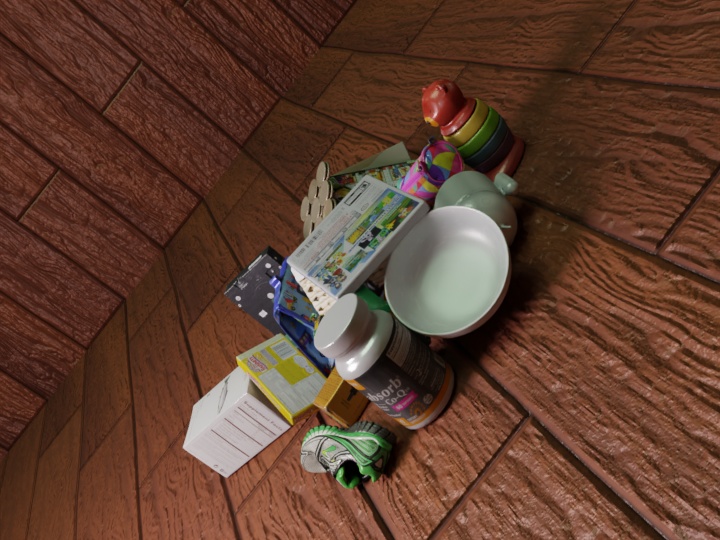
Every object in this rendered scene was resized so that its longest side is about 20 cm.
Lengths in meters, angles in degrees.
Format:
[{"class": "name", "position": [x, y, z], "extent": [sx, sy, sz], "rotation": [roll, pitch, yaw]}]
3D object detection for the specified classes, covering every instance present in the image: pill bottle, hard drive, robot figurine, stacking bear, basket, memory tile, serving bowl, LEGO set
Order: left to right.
[{"class": "hard drive", "position": [-0.155, 0.059, 1.741], "extent": [0.139, 0.199, 0.038], "rotation": [-40, 22, 26]}, {"class": "memory tile", "position": [-0.078, -0.097, 1.684], "extent": [0.154, 0.016, 0.203], "rotation": [120, 150, -45]}, {"class": "basket", "position": [0.000, 0.000, 1.524], "extent": [0.135, 0.125, 0.198], "rotation": [-32, -6, 38]}, {"class": "LEGO set", "position": [0.023, 0.083, 1.379], "extent": [0.155, 0.197, 0.116], "rotation": [-57, 11, 20]}, {"class": "pill bottle", "position": [0.034, 0.130, 1.262], "extent": [0.116, 0.199, 0.117], "rotation": [-41, 23, 23]}, {"class": "serving bowl", "position": [0.135, 0.010, 1.288], "extent": [0.196, 0.066, 0.205], "rotation": [-12, 63, 24]}, {"class": "stacking bear", "position": [0.186, -0.252, 1.536], "extent": [0.115, 0.199, 0.121], "rotation": [-52, 22, -3]}, {"class": "robot figurine", "position": [0.186, -0.088, 1.405], "extent": [0.170, 0.112, 0.201], "rotation": [-48, 23, 14]}]

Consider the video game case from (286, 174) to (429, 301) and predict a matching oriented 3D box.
[{"class": "video game case", "position": [-0.008, -0.054, 1.366], "extent": [0.200, 0.022, 0.182], "rotation": [-47, 35, -8]}]

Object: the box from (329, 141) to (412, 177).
[{"class": "box", "position": [0.014, -0.179, 1.792], "extent": [0.197, 0.079, 0.095], "rotation": [-26, -6, -7]}]

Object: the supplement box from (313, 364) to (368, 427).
[{"class": "supplement box", "position": [0.004, 0.158, 1.458], "extent": [0.202, 0.066, 0.068], "rotation": [-58, 23, -15]}]

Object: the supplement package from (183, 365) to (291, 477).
[{"class": "supplement package", "position": [-0.229, 0.277, 1.666], "extent": [0.199, 0.117, 0.118], "rotation": [-40, 24, 25]}]

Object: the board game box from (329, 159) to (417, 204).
[{"class": "board game box", "position": [0.029, -0.160, 1.706], "extent": [0.195, 0.024, 0.106], "rotation": [-12, 49, -4]}]

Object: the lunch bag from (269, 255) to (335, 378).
[{"class": "lunch bag", "position": [-0.089, 0.073, 1.588], "extent": [0.094, 0.199, 0.152], "rotation": [-37, 26, 30]}]

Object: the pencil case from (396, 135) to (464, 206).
[{"class": "pencil case", "position": [0.120, -0.165, 1.571], "extent": [0.089, 0.087, 0.200], "rotation": [-58, 1, -18]}]

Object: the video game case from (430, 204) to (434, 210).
[{"class": "video game case", "position": [0.097, -0.096, 1.721], "extent": [0.145, 0.017, 0.199], "rotation": [-59, 23, -16]}]

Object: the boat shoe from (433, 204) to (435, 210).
[{"class": "boat shoe", "position": [0.156, -0.090, 1.538], "extent": [0.071, 0.059, 0.203], "rotation": [-25, 35, 50]}]

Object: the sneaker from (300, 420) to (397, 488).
[{"class": "sneaker", "position": [-0.032, 0.284, 1.323], "extent": [0.198, 0.078, 0.086], "rotation": [-23, 36, 49]}]

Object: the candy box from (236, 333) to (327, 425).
[{"class": "candy box", "position": [-0.133, 0.191, 1.565], "extent": [0.101, 0.027, 0.199], "rotation": [-28, 42, -23]}]
